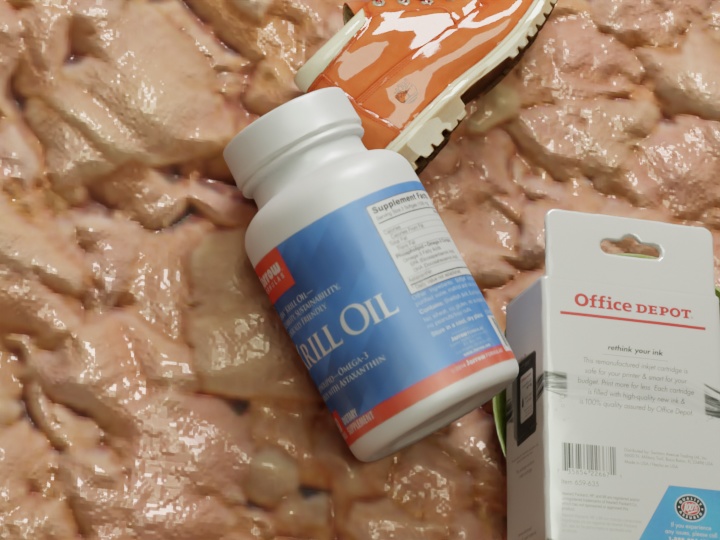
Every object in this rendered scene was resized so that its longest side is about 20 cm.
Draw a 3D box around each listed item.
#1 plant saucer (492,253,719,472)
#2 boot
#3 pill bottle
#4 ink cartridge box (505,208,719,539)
[{"bbox_3d":[0.169,0.089,1.497,0.199,0.031,0.201,6,70,-16],"label":"plant saucer"},{"bbox_3d":[0.048,-0.150,1.520,0.107,0.075,0.200,42,64,5],"label":"boot"},{"bbox_3d":[0.000,0.000,1.425,0.112,0.112,0.201,-25,79,-25],"label":"pill bottle"},{"bbox_3d":[0.149,0.073,1.441,0.115,0.067,0.201,7,70,-16],"label":"ink cartridge box"}]
